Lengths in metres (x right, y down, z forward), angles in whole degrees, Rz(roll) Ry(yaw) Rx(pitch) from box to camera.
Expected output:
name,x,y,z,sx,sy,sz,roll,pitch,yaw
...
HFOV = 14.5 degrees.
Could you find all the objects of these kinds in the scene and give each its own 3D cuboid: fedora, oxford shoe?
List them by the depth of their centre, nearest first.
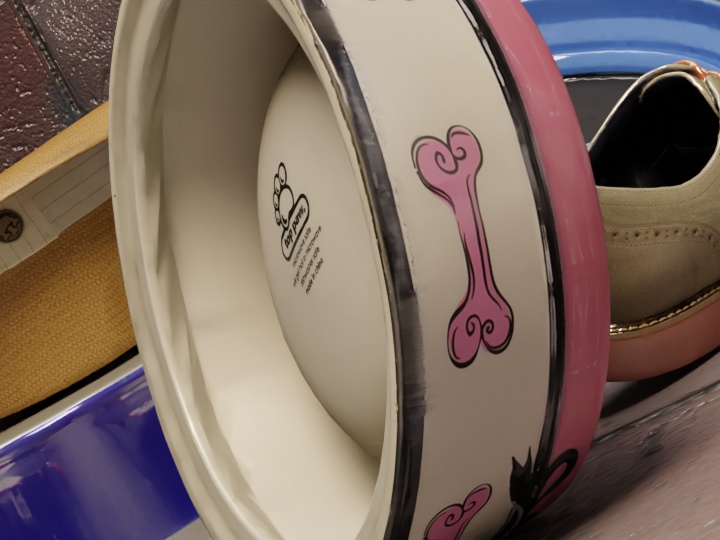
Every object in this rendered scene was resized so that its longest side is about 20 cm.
name,x,y,z,sx,sy,sz,roll,pitch,yaw
oxford shoe,0.126,-0.039,0.929,0.071,0.074,0.200,9,32,35
fedora,-0.127,0.005,1.077,0.200,0.082,0.201,-34,6,4

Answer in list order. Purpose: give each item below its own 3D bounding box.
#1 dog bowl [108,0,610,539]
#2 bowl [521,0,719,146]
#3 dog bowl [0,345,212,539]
name,x,y,z,sx,sy,sz,roll,pitch,yaw
dog bowl,-0.002,-0.006,0.789,0.074,0.201,0.200,-12,-3,-23
bowl,0.068,-0.064,1.168,0.200,0.039,0.201,-11,22,4
dog bowl,-0.104,0.085,1.059,0.200,0.079,0.200,-29,4,2
